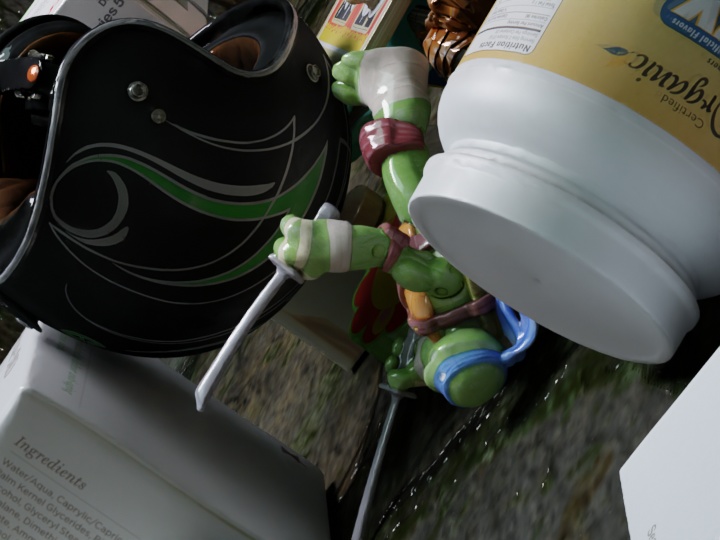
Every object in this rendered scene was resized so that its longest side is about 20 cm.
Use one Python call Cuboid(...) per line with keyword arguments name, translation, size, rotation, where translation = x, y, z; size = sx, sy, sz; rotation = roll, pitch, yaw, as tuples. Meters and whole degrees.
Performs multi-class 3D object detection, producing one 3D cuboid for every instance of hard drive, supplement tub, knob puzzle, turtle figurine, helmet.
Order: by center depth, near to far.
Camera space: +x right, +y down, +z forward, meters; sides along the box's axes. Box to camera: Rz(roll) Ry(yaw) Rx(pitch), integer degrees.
Cuboid(name="hard drive", translation=(0.160, 0.025, 0.849), size=(0.201, 0.027, 0.132), rotation=(-54, 11, 18))
Cuboid(name="supplement tub", translation=(0.120, -0.079, 1.016), size=(0.201, 0.144, 0.145), rotation=(-60, 11, -13))
Cuboid(name="turtle figurine", translation=(0.000, 0.000, 1.251), size=(0.200, 0.143, 0.195), rotation=(-42, 37, 37))
Cuboid(name="helmet", translation=(-0.100, -0.054, 1.332), size=(0.200, 0.189, 0.202), rotation=(-30, 55, 57))
Cuboid(name="knob puzzle", translation=(0.027, -0.202, 1.365), size=(0.220, 0.030, 0.220), rotation=(-57, 11, 18))

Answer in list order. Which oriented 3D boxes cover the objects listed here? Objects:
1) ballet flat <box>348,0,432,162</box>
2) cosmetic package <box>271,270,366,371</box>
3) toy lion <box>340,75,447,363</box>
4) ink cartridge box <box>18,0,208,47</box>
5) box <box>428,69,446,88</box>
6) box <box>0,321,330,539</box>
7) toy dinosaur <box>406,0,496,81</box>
Cuboid(name="ballet flat", translation=(0.009, -0.126, 1.517), size=(0.070, 0.067, 0.200), rotation=(-34, -9, -43))
Cuboid(name="cosmetic package", translation=(-0.070, -0.030, 1.571), size=(0.071, 0.199, 0.105), rotation=(-54, 10, 9))
Cuboid(name="toy lion", translation=(0.057, -0.041, 1.436), size=(0.201, 0.068, 0.192), rotation=(-56, 18, 3))
Cuboid(name="ink cartridge box", translation=(-0.165, -0.124, 1.504), size=(0.146, 0.084, 0.200), rotation=(-50, 13, 13))
Cuboid(name="box", translation=(0.083, -0.215, 1.642), size=(0.070, 0.064, 0.201), rotation=(89, -167, -58))
Cuboid(name="box", translation=(-0.137, 0.152, 1.341), size=(0.172, 0.199, 0.199), rotation=(-53, 10, 9))
Cuboid(name="toy dinosaur", translation=(0.075, -0.107, 1.280), size=(0.103, 0.135, 0.200), rotation=(-66, -21, 6))
